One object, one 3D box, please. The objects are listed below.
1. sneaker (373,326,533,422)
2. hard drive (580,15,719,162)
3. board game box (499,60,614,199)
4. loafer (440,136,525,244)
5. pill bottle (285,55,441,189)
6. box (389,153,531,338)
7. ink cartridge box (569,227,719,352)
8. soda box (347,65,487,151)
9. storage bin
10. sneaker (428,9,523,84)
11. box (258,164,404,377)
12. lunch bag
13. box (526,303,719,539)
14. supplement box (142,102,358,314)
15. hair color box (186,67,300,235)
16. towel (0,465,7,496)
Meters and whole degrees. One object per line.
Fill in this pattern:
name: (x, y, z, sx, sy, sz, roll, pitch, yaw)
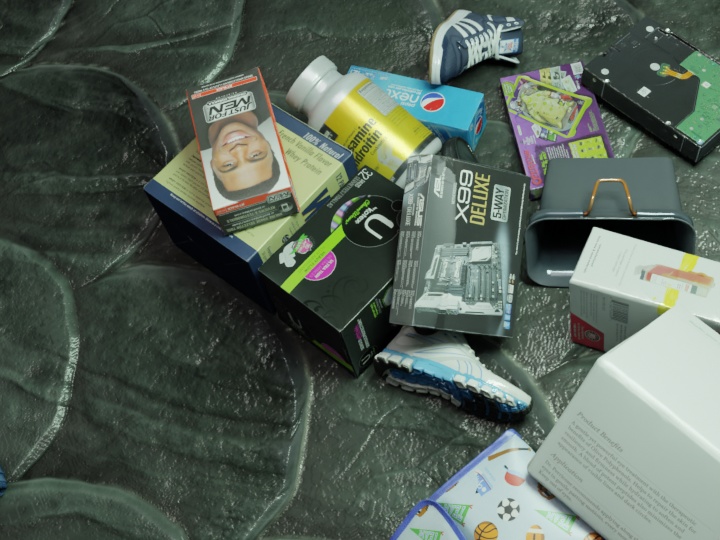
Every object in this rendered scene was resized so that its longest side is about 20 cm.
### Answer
sneaker: (0.119, 0.113, 1.400, 0.200, 0.075, 0.087, 21, 59, 22)
hard drive: (0.416, -0.245, 1.568, 0.140, 0.038, 0.200, -40, 63, -21)
board game box: (0.266, -0.192, 1.583, 0.120, 0.032, 0.200, -9, 57, 1)
loafer: (0.161, -0.097, 1.513, 0.070, 0.068, 0.201, -40, 54, 33)
pill bottle: (0.001, -0.189, 1.546, 0.200, 0.112, 0.112, 40, 72, 4)
box: (0.119, -0.027, 1.387, 0.050, 0.157, 0.201, 3, 85, 54)
ink cartridge box: (0.350, 0.045, 1.351, 0.200, 0.145, 0.084, 18, 62, 20)
soda box: (0.069, -0.220, 1.618, 0.199, 0.064, 0.068, 15, 63, 20)
storage bin: (0.306, -0.074, 1.446, 0.199, 0.146, 0.135, 0, 49, 11)
sneaker: (0.163, -0.307, 1.619, 0.108, 0.070, 0.200, 12, 34, 14)
box: (0.000, 0.000, 1.461, 0.148, 0.124, 0.200, 34, 69, 28)
lunch bag: (0.145, 0.300, 1.251, 0.200, 0.124, 0.170, -39, 59, 0)
box: (0.324, 0.177, 1.201, 0.199, 0.172, 0.200, 40, 37, 21)
supplement box: (-0.133, -0.093, 1.537, 0.200, 0.134, 0.200, 33, 70, 27)
hair color box: (-0.148, -0.151, 1.459, 0.101, 0.061, 0.200, -17, 58, 0)
towel: (-0.531, 0.227, 1.471, 0.112, 0.049, 0.200, -36, 58, -12)
